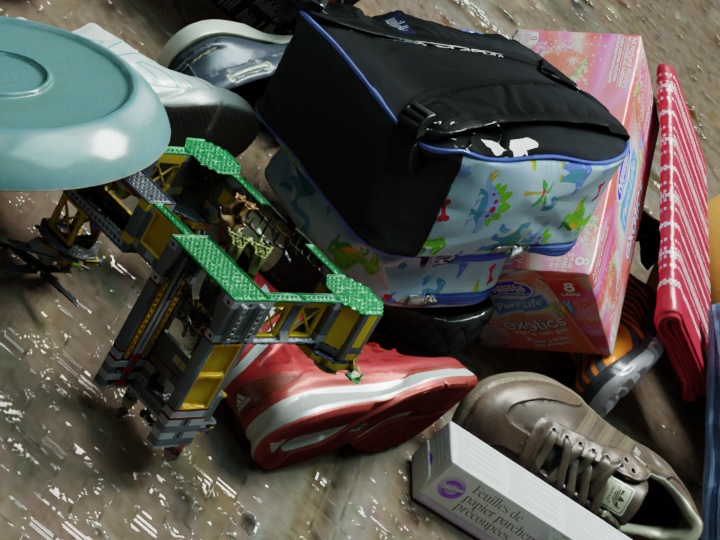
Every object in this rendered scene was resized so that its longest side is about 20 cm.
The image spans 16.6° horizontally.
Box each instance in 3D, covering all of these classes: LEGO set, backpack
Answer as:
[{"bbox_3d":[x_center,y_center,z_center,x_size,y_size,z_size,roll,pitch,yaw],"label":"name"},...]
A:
[{"bbox_3d":[-0.098,0.019,1.361,0.200,0.116,0.154,40,24,23],"label":"LEGO set"},{"bbox_3d":[0.050,-0.071,1.534,0.199,0.147,0.183,-1,37,-39],"label":"backpack"}]

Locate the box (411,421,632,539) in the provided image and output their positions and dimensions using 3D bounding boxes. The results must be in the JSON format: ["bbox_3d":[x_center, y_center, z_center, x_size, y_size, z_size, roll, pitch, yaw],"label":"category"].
[{"bbox_3d":[0.118,0.164,1.540,0.200,0.039,0.042,33,29,-24],"label":"box"}]

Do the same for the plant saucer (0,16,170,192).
[{"bbox_3d":[-0.200,-0.098,1.341,0.199,0.028,0.200,8,26,-4],"label":"plant saucer"}]

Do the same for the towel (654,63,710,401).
[{"bbox_3d":[0.224,-0.024,1.734,0.145,0.022,0.201,59,29,-58],"label":"towel"}]

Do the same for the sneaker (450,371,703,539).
[{"bbox_3d":[0.146,0.123,1.576,0.199,0.071,0.075,24,6,-39],"label":"sneaker"}]

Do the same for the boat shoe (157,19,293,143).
[{"bbox_3d":[-0.045,-0.124,1.648,0.199,0.075,0.062,5,47,-50],"label":"boat shoe"}]

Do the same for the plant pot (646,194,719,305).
[{"bbox_3d":[0.316,0.040,1.837,0.183,0.201,0.200,43,24,29],"label":"plant pot"}]

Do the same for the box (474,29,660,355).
[{"bbox_3d":[0.136,-0.055,1.669,0.103,0.094,0.201,68,31,-52],"label":"box"}]

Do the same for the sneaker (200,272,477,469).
[{"bbox_3d":[-0.016,0.045,1.470,0.200,0.078,0.116,-3,57,-57],"label":"sneaker"}]

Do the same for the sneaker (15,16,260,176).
[{"bbox_3d":[-0.141,-0.111,1.505,0.200,0.070,0.080,13,40,-46],"label":"sneaker"}]

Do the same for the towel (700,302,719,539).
[{"bbox_3d":[0.289,0.115,1.683,0.049,0.111,0.201,36,56,-60],"label":"towel"}]

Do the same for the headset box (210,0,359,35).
[{"bbox_3d":[-0.084,-0.250,1.666,0.200,0.149,0.077,41,66,-11],"label":"headset box"}]

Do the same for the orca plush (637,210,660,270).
[{"bbox_3d":[0.130,-0.054,1.821,0.200,0.071,0.105,35,0,-5],"label":"orca plush"}]

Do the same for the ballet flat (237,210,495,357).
[{"bbox_3d":[0.000,0.000,1.568,0.199,0.057,0.067,23,36,-36],"label":"ballet flat"}]

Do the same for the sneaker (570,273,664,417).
[{"bbox_3d":[0.154,0.036,1.734,0.112,0.078,0.200,42,18,2],"label":"sneaker"}]
